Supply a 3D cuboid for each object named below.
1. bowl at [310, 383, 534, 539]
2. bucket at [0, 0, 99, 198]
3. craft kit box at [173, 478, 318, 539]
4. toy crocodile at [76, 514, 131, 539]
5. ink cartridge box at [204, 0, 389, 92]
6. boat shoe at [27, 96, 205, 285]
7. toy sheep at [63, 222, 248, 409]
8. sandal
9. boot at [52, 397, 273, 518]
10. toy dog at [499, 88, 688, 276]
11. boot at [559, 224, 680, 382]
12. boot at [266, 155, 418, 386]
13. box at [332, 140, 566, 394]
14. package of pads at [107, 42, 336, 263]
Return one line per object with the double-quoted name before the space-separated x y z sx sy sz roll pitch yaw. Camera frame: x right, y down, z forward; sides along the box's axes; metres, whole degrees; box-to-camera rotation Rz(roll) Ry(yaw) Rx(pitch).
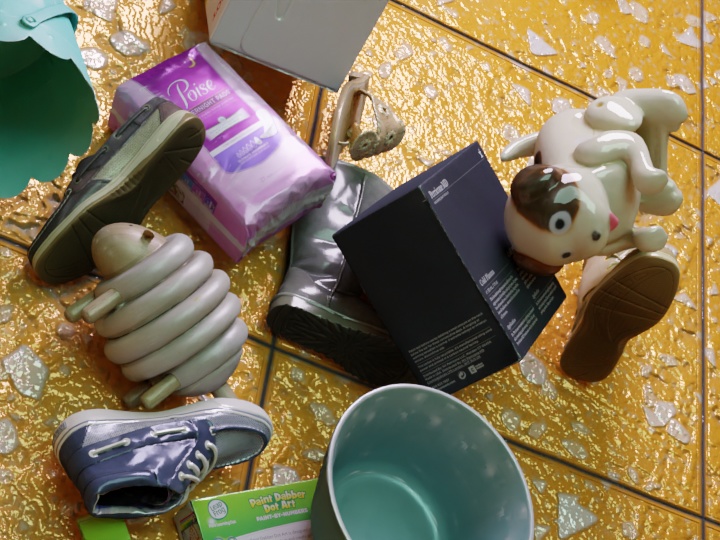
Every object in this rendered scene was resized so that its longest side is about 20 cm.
"bowl" 0.037 0.208 1.366 0.200 0.105 0.202 16 54 -23
"bucket" -0.329 -0.170 1.376 0.206 0.207 0.135 5 51 -29
"craft kit box" -0.039 0.278 1.371 0.199 0.049 0.199 -4 66 -34
"toy crocodile" -0.174 0.281 1.275 0.067 0.062 0.201 -22 68 -19
"ink cartridge box" -0.065 -0.306 1.616 0.145 0.147 0.200 20 30 -21
"boat shoe" -0.225 -0.074 1.438 0.066 0.072 0.201 37 77 31
"toy sheep" -0.165 0.046 1.388 0.138 0.137 0.201 -45 111 -42
"sandal" 0.012 -0.150 1.603 0.069 0.078 0.212 11 22 1
"boot" -0.150 0.162 1.336 0.199 0.073 0.090 -2 37 -31
"toy dog" 0.207 -0.083 1.527 0.193 0.140 0.200 20 39 18
"boot" 0.270 0.002 1.638 0.072 0.200 0.156 22 49 -2
"boot" 0.002 -0.001 1.568 0.181 0.073 0.201 31 43 -14
"box" 0.089 -0.003 1.523 0.183 0.104 0.200 60 25 -4
"package of pads" -0.131 -0.114 1.521 0.120 0.076 0.200 -34 73 -33
